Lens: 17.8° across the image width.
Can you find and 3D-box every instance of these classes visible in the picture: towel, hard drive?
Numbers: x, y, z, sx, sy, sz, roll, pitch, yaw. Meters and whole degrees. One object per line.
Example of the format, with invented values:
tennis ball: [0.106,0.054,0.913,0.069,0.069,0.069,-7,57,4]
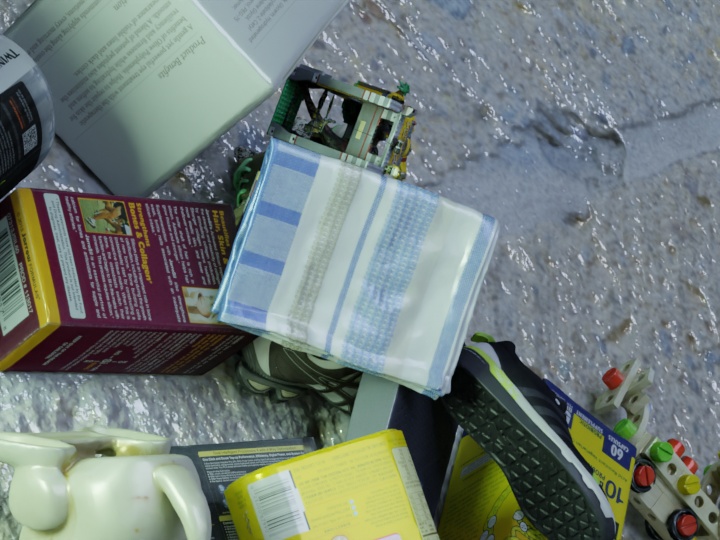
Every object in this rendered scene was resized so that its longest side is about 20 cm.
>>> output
towel: [0.000,0.000,1.717,0.199,0.024,0.148,20,90,-20]
hard drive: [0.035,0.124,1.806,0.135,0.042,0.201,59,40,-53]

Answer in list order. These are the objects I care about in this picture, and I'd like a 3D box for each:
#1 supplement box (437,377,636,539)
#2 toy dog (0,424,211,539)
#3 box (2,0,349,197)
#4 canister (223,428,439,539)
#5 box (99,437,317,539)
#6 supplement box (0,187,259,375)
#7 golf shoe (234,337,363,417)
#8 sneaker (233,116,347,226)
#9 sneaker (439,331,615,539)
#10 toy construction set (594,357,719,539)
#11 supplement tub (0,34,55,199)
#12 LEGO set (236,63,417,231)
supplement box: [0.137,0.209,1.858,0.109,0.109,0.201,36,44,-20]
toy dog: [-0.167,0.213,1.520,0.139,0.193,0.202,-1,97,-58]
box: [-0.141,-0.200,1.795,0.171,0.199,0.200,47,41,-10]
canister: [-0.002,0.228,1.642,0.148,0.087,0.201,-14,79,-26]
box: [-0.097,0.207,1.682,0.199,0.049,0.162,-1,67,-43]
supplement box: [-0.182,0.011,1.702,0.199,0.085,0.111,4,62,-42]
golf shoe: [-0.006,0.066,1.830,0.199,0.094,0.078,3,61,-44]
sneaker: [-0.077,-0.064,1.886,0.088,0.077,0.200,26,44,23]
sneaker: [0.145,0.126,1.789,0.083,0.072,0.200,-23,69,-42]
toy construction set: [0.284,0.171,2.039,0.200,0.092,0.131,42,66,-3]
supplement tub: [-0.311,-0.079,1.610,0.123,0.122,0.200,49,40,-7]
LEGO set: [-0.004,-0.063,1.791,0.154,0.115,0.201,35,79,-58]
